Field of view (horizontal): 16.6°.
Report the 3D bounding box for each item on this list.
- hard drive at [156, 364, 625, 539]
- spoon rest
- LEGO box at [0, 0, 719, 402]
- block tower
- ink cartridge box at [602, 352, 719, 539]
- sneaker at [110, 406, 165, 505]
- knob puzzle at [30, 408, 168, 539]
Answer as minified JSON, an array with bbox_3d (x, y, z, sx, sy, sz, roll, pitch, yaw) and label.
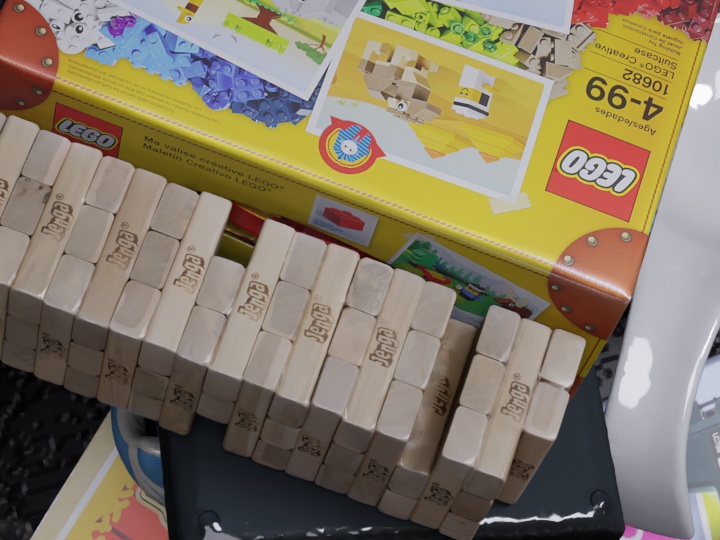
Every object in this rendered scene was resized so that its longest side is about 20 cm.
[{"bbox_3d":[0.000,0.000,0.795,0.139,0.033,0.200,-2,62,-13],"label":"hard drive"},{"bbox_3d":[0.123,-0.010,0.850,0.099,0.061,0.200,13,64,15],"label":"spoon rest"},{"bbox_3d":[-0.001,-0.068,0.768,0.200,0.077,0.149,20,60,0],"label":"LEGO box"},{"bbox_3d":[-0.039,0.016,0.725,0.200,0.058,0.054,20,61,0],"label":"block tower"},{"bbox_3d":[0.173,0.074,0.874,0.200,0.042,0.120,-21,84,-6],"label":"ink cartridge box"},{"bbox_3d":[-0.044,-0.016,0.845,0.072,0.072,0.201,4,74,2],"label":"sneaker"},{"bbox_3d":[-0.023,0.132,0.863,0.219,0.030,0.220,0,82,-2],"label":"knob puzzle"}]
